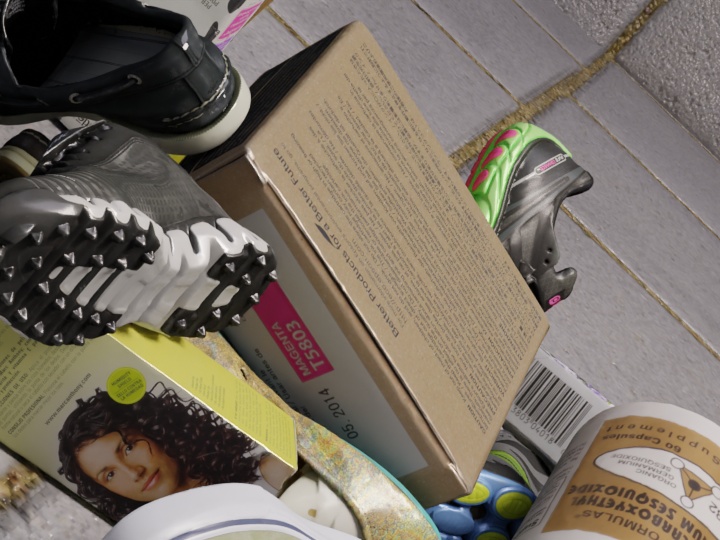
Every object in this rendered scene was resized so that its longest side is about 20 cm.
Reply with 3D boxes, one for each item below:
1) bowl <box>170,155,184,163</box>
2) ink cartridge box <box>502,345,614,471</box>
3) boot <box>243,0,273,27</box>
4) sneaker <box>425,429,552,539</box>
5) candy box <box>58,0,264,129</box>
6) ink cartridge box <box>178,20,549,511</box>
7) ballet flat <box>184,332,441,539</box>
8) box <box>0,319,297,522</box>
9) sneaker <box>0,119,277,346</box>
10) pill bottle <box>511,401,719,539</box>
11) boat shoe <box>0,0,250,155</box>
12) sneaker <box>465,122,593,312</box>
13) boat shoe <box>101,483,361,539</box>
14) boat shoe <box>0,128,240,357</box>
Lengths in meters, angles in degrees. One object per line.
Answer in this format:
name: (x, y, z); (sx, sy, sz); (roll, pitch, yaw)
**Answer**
bowl: (-0.034, -0.019, 1.130); (0.200, 0.108, 0.200); (38, 18, -14)
ink cartridge box: (0.136, 0.105, 1.203); (0.109, 0.050, 0.200); (40, -1, 13)
boot: (-0.122, -0.209, 1.223); (0.175, 0.200, 0.066); (43, 17, 1)
sneaker: (0.068, 0.130, 1.085); (0.083, 0.071, 0.199); (44, 10, 25)
candy box: (-0.138, -0.193, 1.150); (0.168, 0.200, 0.072); (42, 18, 0)
ink cartridge box: (0.000, 0.000, 0.992); (0.201, 0.075, 0.165); (58, 33, -14)
ballet flat: (-0.049, 0.092, 0.926); (0.200, 0.071, 0.071); (43, 17, -2)
box: (-0.124, 0.042, 0.842); (0.199, 0.075, 0.050); (37, 18, -16)
sneaker: (-0.111, -0.020, 0.794); (0.091, 0.067, 0.200); (47, 15, 19)
pill bottle: (0.121, 0.162, 0.962); (0.114, 0.114, 0.200); (42, 39, -2)
boat shoe: (-0.146, -0.108, 0.952); (0.198, 0.075, 0.066); (21, -26, 34)
sneaker: (0.082, 0.013, 1.171); (0.083, 0.202, 0.077); (24, -5, -7)
boat shoe: (-0.035, 0.137, 0.820); (0.062, 0.072, 0.199); (50, 15, 31)
boat shoe: (-0.098, -0.011, 1.001); (0.201, 0.066, 0.072); (41, -19, -22)
